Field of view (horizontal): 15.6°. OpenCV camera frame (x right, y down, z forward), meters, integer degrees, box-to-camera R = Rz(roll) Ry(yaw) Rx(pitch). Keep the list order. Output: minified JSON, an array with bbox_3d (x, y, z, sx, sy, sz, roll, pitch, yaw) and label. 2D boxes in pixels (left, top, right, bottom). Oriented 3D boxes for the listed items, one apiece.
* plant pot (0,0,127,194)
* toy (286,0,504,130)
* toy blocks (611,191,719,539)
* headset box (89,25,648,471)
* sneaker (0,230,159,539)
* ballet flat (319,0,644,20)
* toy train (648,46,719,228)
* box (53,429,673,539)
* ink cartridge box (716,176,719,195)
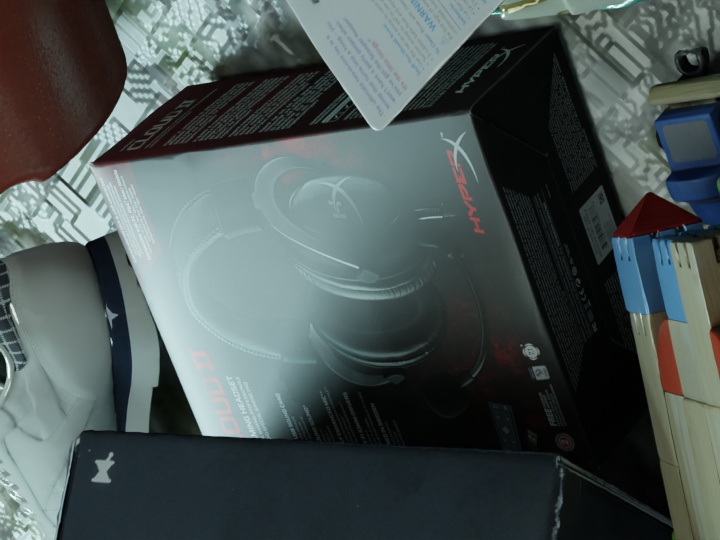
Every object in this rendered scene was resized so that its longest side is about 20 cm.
[{"bbox_3d":[-0.187,-0.121,0.918,0.200,0.201,0.196,-1,127,35],"label":"plant pot"},{"bbox_3d":[0.047,-0.151,0.807,0.200,0.047,0.115,-47,66,30],"label":"toy"},{"bbox_3d":[0.128,0.041,0.794,0.200,0.099,0.137,-165,63,-81],"label":"toy blocks"},{"bbox_3d":[0.000,0.000,1.006,0.199,0.077,0.149,-5,115,35],"label":"headset box"},{"bbox_3d":[-0.132,0.061,1.106,0.200,0.080,0.077,94,156,-45],"label":"sneaker"},{"bbox_3d":[0.050,-0.108,0.875,0.200,0.070,0.068,2,127,51],"label":"ballet flat"},{"bbox_3d":[0.144,0.016,0.936,0.034,0.046,0.201,-7,114,37],"label":"toy train"},{"bbox_3d":[0.016,0.141,0.976,0.199,0.125,0.196,1,162,29],"label":"box"},{"bbox_3d":[0.211,0.053,0.850,0.145,0.084,0.201,25,139,63],"label":"ink cartridge box"}]
